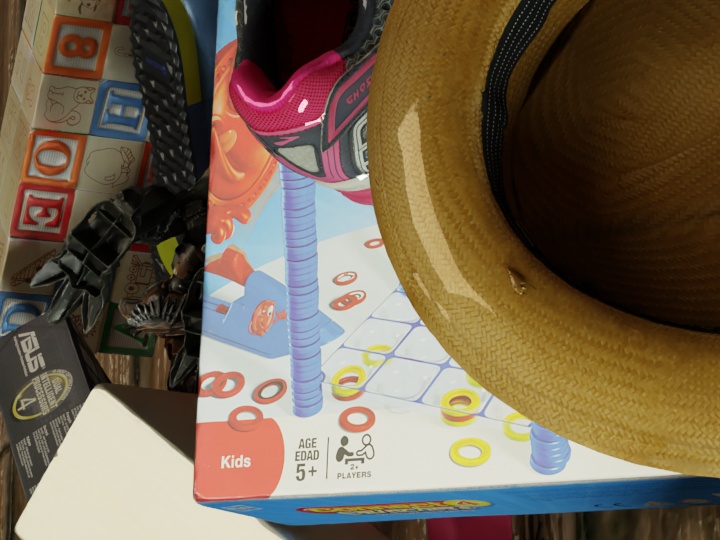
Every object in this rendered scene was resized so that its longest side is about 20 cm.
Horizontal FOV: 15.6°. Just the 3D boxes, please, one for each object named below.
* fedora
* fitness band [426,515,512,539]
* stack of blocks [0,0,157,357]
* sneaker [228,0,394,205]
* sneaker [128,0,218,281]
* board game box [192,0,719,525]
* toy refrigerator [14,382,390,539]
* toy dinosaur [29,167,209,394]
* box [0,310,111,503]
[{"bbox_3d":[0.104,-0.033,0.693,0.082,0.200,0.202,46,-135,-72],"label":"fedora"},{"bbox_3d":[-0.008,0.106,0.996,0.144,0.037,0.201,46,135,35],"label":"fitness band"},{"bbox_3d":[-0.113,-0.061,1.278,0.059,0.115,0.201,-123,44,-59],"label":"stack of blocks"},{"bbox_3d":[0.006,-0.124,0.782,0.080,0.075,0.201,-6,74,32],"label":"sneaker"},{"bbox_3d":[-0.058,-0.049,1.227,0.066,0.078,0.201,36,136,49],"label":"sneaker"},{"bbox_3d":[0.047,-0.026,0.809,0.199,0.056,0.197,-7,75,32],"label":"board game box"},{"bbox_3d":[-0.019,0.123,0.890,0.200,0.076,0.070,36,101,28],"label":"toy refrigerator"},{"bbox_3d":[-0.063,-0.011,1.147,0.102,0.136,0.201,8,113,29],"label":"toy dinosaur"},{"bbox_3d":[-0.095,0.128,1.143,0.161,0.049,0.200,59,-179,-32],"label":"box"}]
